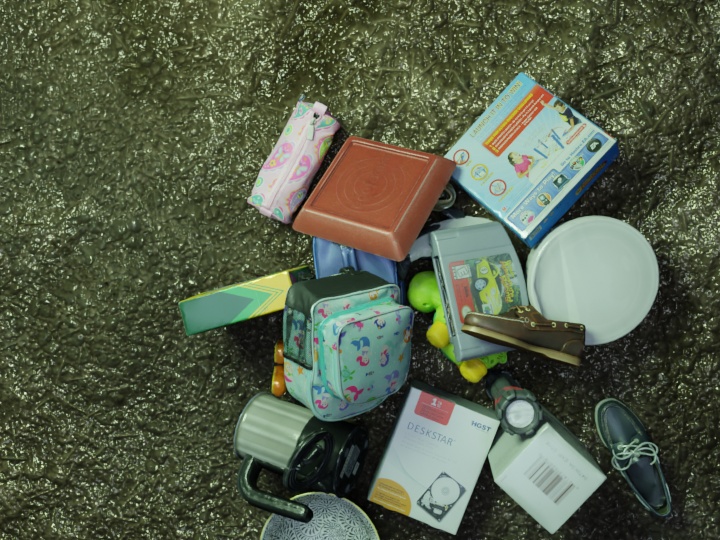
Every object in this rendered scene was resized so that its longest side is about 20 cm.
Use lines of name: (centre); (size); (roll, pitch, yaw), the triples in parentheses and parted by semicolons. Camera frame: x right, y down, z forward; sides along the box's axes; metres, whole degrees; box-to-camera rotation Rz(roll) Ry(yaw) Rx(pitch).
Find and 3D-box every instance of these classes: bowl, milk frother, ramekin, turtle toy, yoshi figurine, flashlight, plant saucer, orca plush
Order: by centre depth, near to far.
milk frother: (-0.110, 0.264, 1.182); (0.188, 0.181, 0.200); (13, 136, 23)
plant saucer: (0.018, -0.125, 1.182); (0.199, 0.037, 0.200); (17, 62, 27)
flashlight: (0.233, 0.199, 1.183); (0.068, 0.200, 0.068); (-2, 92, 5)
ramekin: (0.350, 0.010, 1.205); (0.202, 0.094, 0.203); (-1, 100, -5)
turtle toy: (0.159, 0.078, 1.231); (0.200, 0.101, 0.146); (45, 73, -3)
orca plush: (0.133, -0.028, 1.234); (0.200, 0.071, 0.105); (-32, 75, -30)
yoshi figurine: (-0.041, 0.170, 1.236); (0.199, 0.112, 0.112); (6, 65, -4)
bowl: (-0.061, 0.450, 1.272); (0.200, 0.094, 0.202); (0, 93, 4)

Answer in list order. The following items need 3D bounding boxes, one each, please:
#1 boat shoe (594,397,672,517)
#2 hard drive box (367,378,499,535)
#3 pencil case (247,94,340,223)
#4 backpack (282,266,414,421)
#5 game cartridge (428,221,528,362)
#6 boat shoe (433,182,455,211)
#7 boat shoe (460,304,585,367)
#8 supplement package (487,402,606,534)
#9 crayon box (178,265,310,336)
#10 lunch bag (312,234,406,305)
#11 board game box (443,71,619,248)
boat shoe: (0.441, 0.302, 1.240); (0.075, 0.062, 0.201); (-23, 90, 7)
hard drive box: (0.118, 0.301, 1.260); (0.155, 0.077, 0.201); (20, 94, 3)
pencil case: (-0.107, -0.179, 1.255); (0.087, 0.087, 0.200); (30, 95, 3)
backpack: (-0.018, 0.115, 1.103); (0.150, 0.177, 0.201); (31, 122, 45)
game cartridge: (0.186, 0.028, 1.174); (0.133, 0.041, 0.201); (-10, 84, -20)
boat shoe: (0.058, -0.147, 1.246); (0.199, 0.076, 0.072); (12, 94, 4)
boat shoe: (0.240, 0.085, 1.126); (0.199, 0.070, 0.071); (17, 84, -21)
supplement package: (0.277, 0.291, 1.184); (0.117, 0.200, 0.117); (42, 95, 2)
crayon box: (-0.169, 0.044, 1.211); (0.172, 0.200, 0.058); (-15, 92, 6)
lunch bag: (0.000, 0.000, 1.229); (0.135, 0.132, 0.201); (-8, 92, 5)
board game box: (0.258, -0.173, 1.200); (0.200, 0.056, 0.196); (-47, 63, 5)
